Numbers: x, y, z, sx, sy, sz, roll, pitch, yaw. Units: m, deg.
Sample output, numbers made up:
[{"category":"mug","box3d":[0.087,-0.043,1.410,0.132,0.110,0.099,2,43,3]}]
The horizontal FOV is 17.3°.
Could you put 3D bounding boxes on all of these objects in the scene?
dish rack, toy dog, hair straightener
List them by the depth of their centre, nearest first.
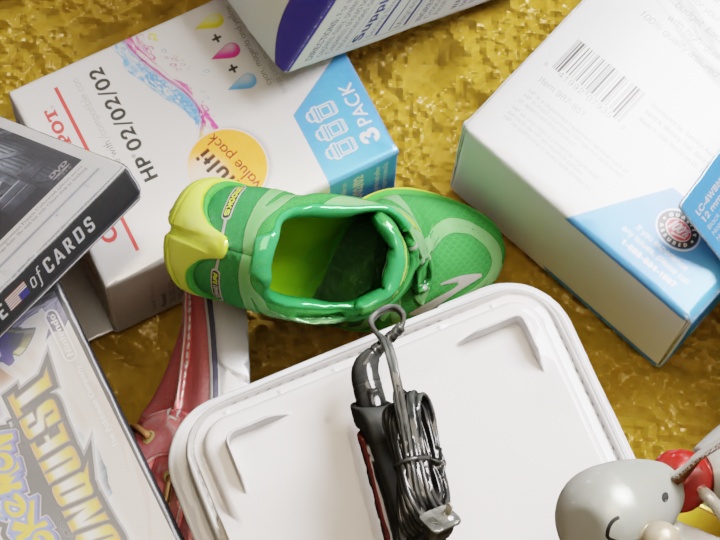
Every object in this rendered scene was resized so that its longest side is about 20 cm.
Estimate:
[{"category":"hair straightener","box3d":[0.033,0.104,0.980,0.041,0.077,0.201,-2,68,-19]},{"category":"toy dog","box3d":[0.183,0.093,0.994,0.200,0.132,0.096,-37,37,-25]},{"category":"dish rack","box3d":[0.028,0.103,1.042,0.199,0.044,0.172,-22,74,-9]}]

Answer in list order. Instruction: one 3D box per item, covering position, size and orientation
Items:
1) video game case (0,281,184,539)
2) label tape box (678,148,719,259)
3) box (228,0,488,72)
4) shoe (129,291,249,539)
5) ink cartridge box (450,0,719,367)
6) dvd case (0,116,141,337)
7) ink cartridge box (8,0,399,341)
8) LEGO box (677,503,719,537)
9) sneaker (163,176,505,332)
[{"category":"video game case","box3d":[-0.173,0.131,1.049,0.180,0.026,0.201,-26,79,-8]},{"category":"label tape box","box3d":[0.261,-0.014,1.111,0.200,0.066,0.144,47,72,-26]},{"category":"box","box3d":[0.039,-0.210,1.123,0.199,0.184,0.105,-25,71,-42]},{"category":"shoe","box3d":[-0.099,0.095,1.107,0.090,0.072,0.202,2,74,-5]},{"category":"ink cartridge box","box3d":[0.163,-0.078,1.170,0.145,0.084,0.200,41,73,11]},{"category":"dvd case","box3d":[-0.216,-0.018,1.102,0.199,0.025,0.150,21,59,41]},{"category":"ink cartridge box","box3d":[-0.095,-0.052,1.159,0.199,0.068,0.116,-26,73,-11]},{"category":"LEGO box","box3d":[0.068,0.150,1.091,0.199,0.077,0.150,26,71,6]},{"category":"sneaker","box3d":[0.000,0.000,1.101,0.083,0.199,0.075,20,103,44]}]
